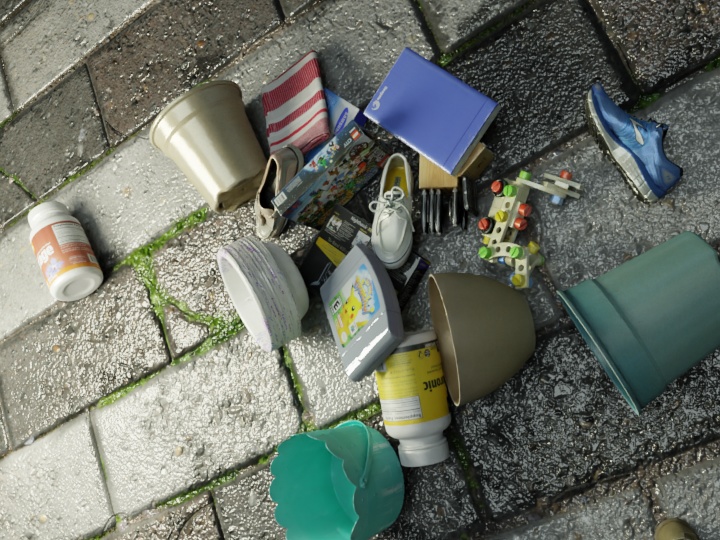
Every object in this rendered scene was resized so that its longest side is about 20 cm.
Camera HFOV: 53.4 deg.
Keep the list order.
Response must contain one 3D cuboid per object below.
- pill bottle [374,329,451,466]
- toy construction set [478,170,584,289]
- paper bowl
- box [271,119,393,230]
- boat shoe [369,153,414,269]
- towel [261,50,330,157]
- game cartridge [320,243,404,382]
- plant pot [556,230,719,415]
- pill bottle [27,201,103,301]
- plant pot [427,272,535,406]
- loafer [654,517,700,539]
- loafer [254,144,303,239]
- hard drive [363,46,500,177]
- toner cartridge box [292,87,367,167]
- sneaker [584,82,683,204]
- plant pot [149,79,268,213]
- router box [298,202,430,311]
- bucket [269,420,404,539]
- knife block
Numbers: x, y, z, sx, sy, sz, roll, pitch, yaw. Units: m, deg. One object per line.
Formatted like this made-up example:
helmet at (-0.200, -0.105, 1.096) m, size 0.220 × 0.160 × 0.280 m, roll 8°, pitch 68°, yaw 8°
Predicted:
pill bottle at (0.085, 0.204, 1.151) m, size 0.110 × 0.111 × 0.203 m, roll -11°, pitch 88°, yaw 24°
toy construction set at (0.256, -0.076, 1.120) m, size 0.131 × 0.092 × 0.202 m, roll 29°, pitch 88°, yaw 50°
paper bowl at (-0.165, 0.033, 1.267) m, size 0.104 × 0.202 × 0.201 m, roll -29°, pitch 67°, yaw -20°
box at (-0.045, -0.161, 1.252) m, size 0.200 × 0.136 × 0.038 m, roll -43°, pitch 66°, yaw 15°
boat shoe at (0.056, -0.108, 1.190) m, size 0.073 × 0.086 × 0.205 m, roll 4°, pitch 63°, yaw 13°
towel at (-0.124, -0.299, 1.336) m, size 0.143 × 0.023 × 0.203 m, roll -27°, pitch 58°, yaw 30°
game cartridge at (0.001, 0.059, 1.148) m, size 0.133 × 0.040 × 0.202 m, roll -47°, pitch 44°, yaw 27°
plant pot at (0.407, 0.061, 0.983) m, size 0.195 × 0.200 × 0.202 m, roll -33°, pitch 70°, yaw 10°
pill bottle at (-0.641, -0.045, 1.541) m, size 0.112 × 0.112 × 0.201 m, roll -38°, pitch 69°, yaw 16°
plant pot at (0.189, 0.092, 1.092) m, size 0.132 × 0.200 × 0.203 m, roll -12°, pitch 77°, yaw -1°
loafer at (0.468, 0.436, 0.963) m, size 0.076 × 0.067 × 0.201 m, roll -41°, pitch 68°, yaw 15°
loafer at (-0.163, -0.138, 1.305) m, size 0.072 × 0.063 × 0.202 m, roll 40°, pitch 128°, yaw 21°
hard drive at (0.114, -0.263, 1.180) m, size 0.199 × 0.025 × 0.133 m, roll 39°, pitch 101°, yaw 25°
toner cartridge box at (-0.078, -0.226, 1.329) m, size 0.095 × 0.043 × 0.202 m, roll 35°, pitch 99°, yaw 25°
sneaker at (0.410, -0.202, 1.079) m, size 0.089 × 0.078 × 0.202 m, roll -33°, pitch 78°, yaw 11°
plant pot at (-0.264, -0.220, 1.353) m, size 0.200 × 0.200 × 0.185 m, roll -37°, pitch 81°, yaw 17°
router box at (0.000, 0.000, 1.256) m, size 0.199 × 0.052 × 0.159 m, roll 35°, pitch 98°, yaw 25°
bucket at (-0.036, 0.348, 1.155) m, size 0.205 × 0.134 × 0.211 m, roll 3°, pitch 94°, yaw 43°
knife block at (0.130, -0.164, 1.208) m, size 0.176 × 0.064 × 0.200 m, roll -47°, pitch 67°, yaw 12°
